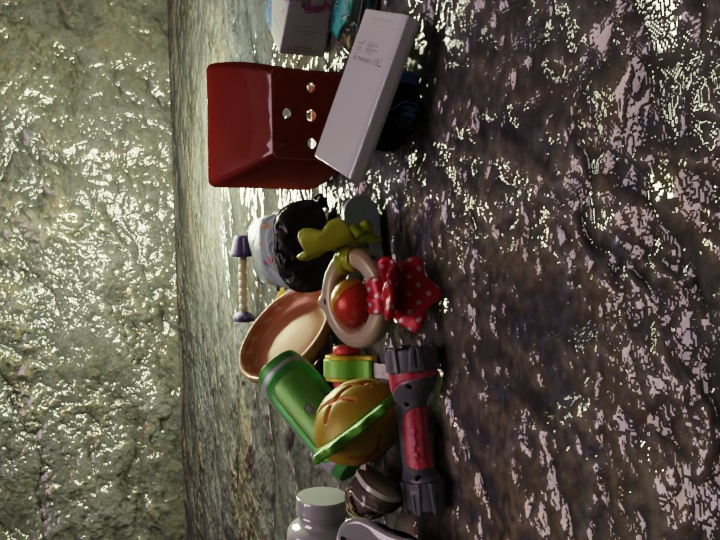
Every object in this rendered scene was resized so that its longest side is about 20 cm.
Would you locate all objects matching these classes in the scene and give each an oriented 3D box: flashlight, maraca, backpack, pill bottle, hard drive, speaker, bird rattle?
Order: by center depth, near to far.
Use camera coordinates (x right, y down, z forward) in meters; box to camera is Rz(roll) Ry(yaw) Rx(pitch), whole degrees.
[{"bbox_3d":[0.071,0.190,0.989,0.068,0.068,0.201,6,-104,-71],"label":"flashlight"},{"bbox_3d":[0.005,-0.222,1.027,0.132,0.027,0.201,42,114,60],"label":"hard drive"},{"bbox_3d":[0.009,0.024,1.049,0.200,0.112,0.164,42,128,30],"label":"bird rattle"},{"bbox_3d":[-0.005,0.200,1.063,0.107,0.137,0.200,50,-175,5],"label":"maraca"},{"bbox_3d":[-0.066,0.214,1.223,0.200,0.088,0.089,46,140,23],"label":"speaker"},{"bbox_3d":[-0.061,0.451,1.285,0.111,0.110,0.201,-163,73,-68],"label":"pill bottle"},{"bbox_3d":[-0.117,-0.042,1.384,0.200,0.126,0.168,-175,80,-72],"label":"backpack"}]

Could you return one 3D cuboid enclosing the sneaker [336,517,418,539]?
[{"bbox_3d":[0.075,0.359,0.989,0.199,0.112,0.073,22,81,35],"label":"sneaker"}]

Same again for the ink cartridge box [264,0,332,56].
[{"bbox_3d":[-0.094,-0.480,1.350,0.145,0.084,0.201,-112,30,-43],"label":"ink cartridge box"}]

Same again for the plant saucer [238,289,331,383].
[{"bbox_3d":[-0.120,0.111,1.385,0.200,0.037,0.201,-29,34,22],"label":"plant saucer"}]

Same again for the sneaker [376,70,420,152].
[{"bbox_3d":[0.020,-0.187,1.086,0.200,0.070,0.078,144,129,-64],"label":"sneaker"}]

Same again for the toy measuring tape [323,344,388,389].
[{"bbox_3d":[-0.009,0.144,1.184,0.200,0.073,0.074,175,93,-70],"label":"toy measuring tape"}]

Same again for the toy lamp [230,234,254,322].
[{"bbox_3d":[-0.275,0.018,1.905,0.058,0.058,0.201,-161,72,-68],"label":"toy lamp"}]

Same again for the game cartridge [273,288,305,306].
[{"bbox_3d":[-0.123,0.099,1.541,0.200,0.032,0.177,121,142,-56],"label":"game cartridge"}]

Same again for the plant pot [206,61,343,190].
[{"bbox_3d":[-0.120,-0.235,1.307,0.176,0.199,0.201,4,95,58],"label":"plant pot"}]

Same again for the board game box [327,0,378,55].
[{"bbox_3d":[-0.003,-0.426,1.188,0.135,0.028,0.201,-118,33,-51],"label":"board game box"}]

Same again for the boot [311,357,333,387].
[{"bbox_3d":[-0.093,0.169,1.393,0.200,0.072,0.145,51,139,36],"label":"boot"}]

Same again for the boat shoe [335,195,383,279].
[{"bbox_3d":[0.000,0.000,1.170,0.091,0.070,0.202,144,125,-75],"label":"boat shoe"}]

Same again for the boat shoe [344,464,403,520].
[{"bbox_3d":[0.012,0.295,1.063,0.060,0.072,0.200,-57,-3,-7],"label":"boat shoe"}]
